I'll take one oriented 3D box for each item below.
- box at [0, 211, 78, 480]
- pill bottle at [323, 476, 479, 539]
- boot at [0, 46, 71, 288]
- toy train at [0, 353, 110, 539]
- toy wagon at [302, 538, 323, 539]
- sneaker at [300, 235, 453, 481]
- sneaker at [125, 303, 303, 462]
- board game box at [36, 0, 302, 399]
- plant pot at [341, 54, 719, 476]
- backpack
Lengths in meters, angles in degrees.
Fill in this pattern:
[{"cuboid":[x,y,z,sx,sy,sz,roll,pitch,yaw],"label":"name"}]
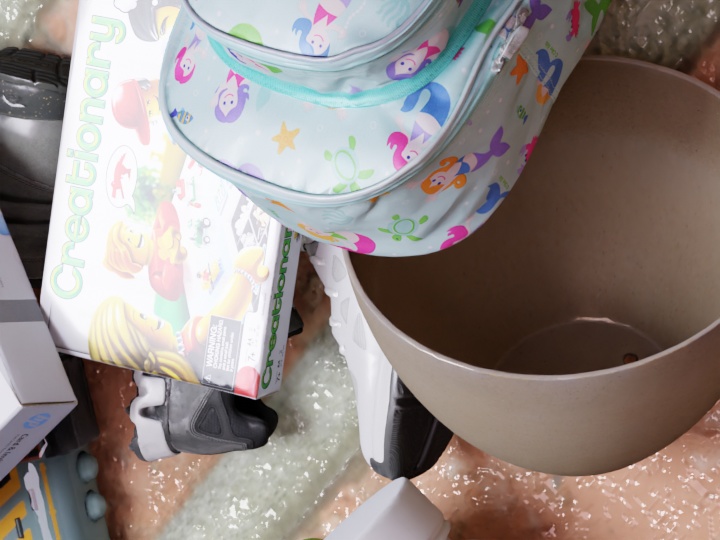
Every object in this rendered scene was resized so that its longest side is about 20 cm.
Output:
[{"cuboid":[-0.235,0.025,1.319,0.156,0.041,0.201,-43,62,35],"label":"box"},{"cuboid":[0.055,0.205,1.233,0.200,0.114,0.114,47,117,-4],"label":"pill bottle"},{"cuboid":[-0.235,-0.064,1.384,0.199,0.068,0.131,18,113,25],"label":"boot"},{"cuboid":[-0.192,0.131,1.390,0.113,0.085,0.201,-10,95,19],"label":"toy train"},{"cuboid":[0.005,0.241,1.329,0.199,0.040,0.156,26,111,21],"label":"toy wagon"},{"cuboid":[0.000,0.000,1.278,0.115,0.075,0.202,9,96,34],"label":"sneaker"},{"cuboid":[-0.071,0.004,1.312,0.090,0.066,0.202,5,100,17],"label":"sneaker"},{"cuboid":[-0.088,-0.048,1.255,0.125,0.035,0.201,11,99,20],"label":"board game box"},{"cuboid":[0.098,0.017,1.174,0.199,0.201,0.135,16,143,24],"label":"plant pot"},{"cuboid":[0.005,-0.114,1.103,0.177,0.150,0.201,22,86,31],"label":"backpack"}]
